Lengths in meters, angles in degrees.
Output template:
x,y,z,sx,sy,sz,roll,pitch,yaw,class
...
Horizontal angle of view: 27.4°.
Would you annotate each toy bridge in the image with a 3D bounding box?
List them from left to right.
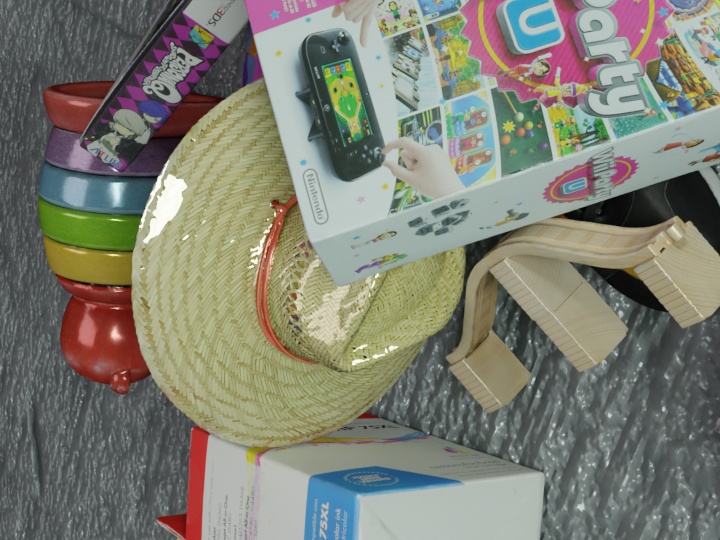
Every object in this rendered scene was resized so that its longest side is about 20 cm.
x,y,z,sx,sy,sz,roll,pitch,yaw,class
0.085,0.011,0.643,0.067,0.027,0.200,49,154,-1,toy bridge

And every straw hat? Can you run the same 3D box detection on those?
x,y,z,sx,sy,sz,roll,pitch,yaw,class
0.000,0.000,0.685,0.085,0.200,0.203,22,108,51,straw hat

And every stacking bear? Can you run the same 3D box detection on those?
x,y,z,sx,sy,sz,roll,pitch,yaw,class
-0.161,-0.021,1.000,0.121,0.113,0.202,22,112,53,stacking bear

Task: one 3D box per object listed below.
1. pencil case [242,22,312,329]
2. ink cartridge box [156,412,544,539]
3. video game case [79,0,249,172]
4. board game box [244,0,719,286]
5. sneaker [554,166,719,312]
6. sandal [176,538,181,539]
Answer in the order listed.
x,y,z,sx,sy,sz,roll,pitch,yaw,class
-0.034,-0.053,0.831,0.088,0.088,0.202,20,105,54,pencil case
-0.013,0.120,0.769,0.199,0.116,0.068,11,100,54,ink cartridge box
-0.072,-0.172,0.833,0.181,0.036,0.201,-41,20,48,video game case
0.061,-0.097,0.606,0.064,0.199,0.148,60,-167,-68,board game box
0.081,-0.051,0.656,0.200,0.090,0.070,55,132,39,sneaker
-0.092,0.252,0.932,0.079,0.059,0.208,-49,51,43,sandal
